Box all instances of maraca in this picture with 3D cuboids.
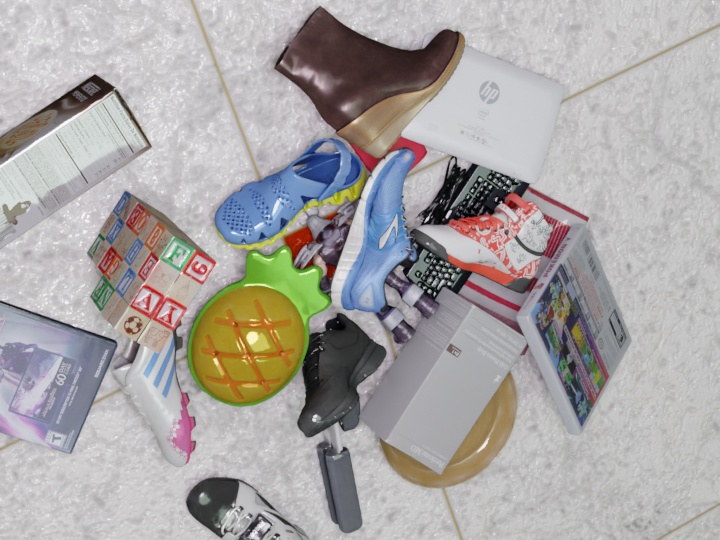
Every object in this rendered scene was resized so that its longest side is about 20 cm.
[{"bbox_3d":[-0.120,0.067,1.719,0.136,0.107,0.201,31,99,-15],"label":"maraca"}]

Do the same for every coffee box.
[{"bbox_3d":[-0.336,-0.118,1.578,0.199,0.114,0.080,-36,115,-10],"label":"coffee box"}]

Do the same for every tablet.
[{"bbox_3d":[0.149,-0.196,1.790,0.198,0.014,0.131,18,88,-21],"label":"tablet"}]

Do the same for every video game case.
[{"bbox_3d":[-0.394,0.115,1.675,0.199,0.019,0.144,22,96,-27],"label":"video game case"},{"bbox_3d":[0.276,0.075,1.878,0.183,0.023,0.201,-53,129,-37],"label":"video game case"}]

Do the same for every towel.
[{"bbox_3d":[0.199,-0.004,1.882,0.143,0.023,0.201,24,95,-27],"label":"towel"}]

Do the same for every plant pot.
[{"bbox_3d":[0.109,0.182,1.897,0.198,0.027,0.202,-7,108,-20],"label":"plant pot"}]

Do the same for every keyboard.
[{"bbox_3d":[0.124,-0.059,1.814,0.104,0.040,0.201,32,92,-13],"label":"keyboard"}]

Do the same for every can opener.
[{"bbox_3d":[-0.022,0.231,1.842,0.066,0.053,0.202,-13,110,-19],"label":"can opener"}]

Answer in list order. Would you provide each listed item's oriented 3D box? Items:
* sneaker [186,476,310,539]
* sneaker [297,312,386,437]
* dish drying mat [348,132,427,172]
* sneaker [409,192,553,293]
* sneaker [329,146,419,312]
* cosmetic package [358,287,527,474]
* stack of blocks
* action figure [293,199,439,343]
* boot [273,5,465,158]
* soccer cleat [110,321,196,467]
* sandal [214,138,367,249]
[{"bbox_3d":[-0.123,0.323,1.810,0.199,0.088,0.074,35,92,-25],"label":"sneaker"},{"bbox_3d":[-0.041,0.124,1.749,0.076,0.200,0.091,-36,101,29],"label":"sneaker"},{"bbox_3d":[0.002,-0.193,1.748,0.077,0.018,0.200,-41,115,-8],"label":"dish drying mat"},{"bbox_3d":[0.150,-0.051,1.782,0.200,0.067,0.109,21,98,-39],"label":"sneaker"},{"bbox_3d":[0.032,-0.044,1.709,0.088,0.079,0.202,17,88,2],"label":"sneaker"},{"bbox_3d":[0.101,0.136,1.817,0.106,0.090,0.201,31,89,-31],"label":"cosmetic package"},{"bbox_3d":[-0.239,-0.002,1.602,0.058,0.200,0.116,32,92,-29],"label":"stack of blocks"},{"bbox_3d":[0.000,0.000,1.777,0.130,0.069,0.200,-45,102,3],"label":"action figure"},{"bbox_3d":[0.015,-0.248,1.691,0.166,0.072,0.200,43,70,-12],"label":"boot"},{"bbox_3d":[-0.247,0.137,1.713,0.086,0.070,0.202,-13,102,-28],"label":"soccer cleat"},{"bbox_3d":[-0.081,-0.096,1.695,0.199,0.087,0.080,-31,70,-17],"label":"sandal"}]
